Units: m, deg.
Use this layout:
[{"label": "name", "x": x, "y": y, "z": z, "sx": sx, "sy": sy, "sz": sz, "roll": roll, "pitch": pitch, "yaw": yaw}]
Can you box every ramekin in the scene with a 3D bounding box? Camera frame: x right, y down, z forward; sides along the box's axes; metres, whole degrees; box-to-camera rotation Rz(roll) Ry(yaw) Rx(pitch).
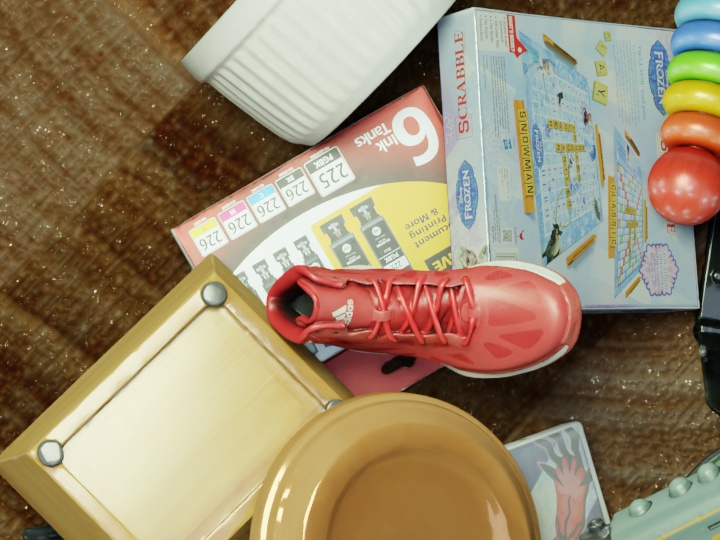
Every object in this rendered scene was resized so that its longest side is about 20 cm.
[{"label": "ramekin", "x": -0.016, "y": -0.176, "z": 1.412, "sx": 0.105, "sy": 0.200, "sz": 0.200, "roll": 42, "pitch": 86, "yaw": -7}]

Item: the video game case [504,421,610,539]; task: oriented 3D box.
[{"label": "video game case", "x": 0.110, "y": 0.217, "z": 1.395, "sx": 0.182, "sy": 0.023, "sz": 0.200, "roll": -15, "pitch": 88, "yaw": -42}]

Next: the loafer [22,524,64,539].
[{"label": "loafer", "x": -0.135, "y": 0.166, "z": 1.443, "sx": 0.200, "sy": 0.068, "sz": 0.070, "roll": -24, "pitch": 88, "yaw": -2}]

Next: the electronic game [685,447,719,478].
[{"label": "electronic game", "x": 0.303, "y": 0.208, "z": 1.459, "sx": 0.200, "sy": 0.042, "sz": 0.200, "roll": 0, "pitch": 83, "yaw": 1}]

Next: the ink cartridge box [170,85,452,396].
[{"label": "ink cartridge box", "x": 0.000, "y": 0.000, "z": 1.452, "sx": 0.200, "sy": 0.084, "sz": 0.176, "roll": -31, "pitch": 88, "yaw": -3}]

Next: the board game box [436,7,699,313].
[{"label": "board game box", "x": 0.143, "y": -0.070, "z": 1.427, "sx": 0.199, "sy": 0.041, "sz": 0.200, "roll": 1, "pitch": 84, "yaw": -39}]

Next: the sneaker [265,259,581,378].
[{"label": "sneaker", "x": 0.029, "y": 0.032, "z": 1.310, "sx": 0.200, "sy": 0.115, "sz": 0.079, "roll": -3, "pitch": 90, "yaw": 34}]

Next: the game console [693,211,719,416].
[{"label": "game console", "x": 0.338, "y": 0.029, "z": 1.440, "sx": 0.200, "sy": 0.116, "sz": 0.176, "roll": 9, "pitch": 86, "yaw": -1}]

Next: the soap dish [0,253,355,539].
[{"label": "soap dish", "x": -0.109, "y": 0.108, "z": 1.346, "sx": 0.157, "sy": 0.081, "sz": 0.200, "roll": 45, "pitch": 76, "yaw": 2}]

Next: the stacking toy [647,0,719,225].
[{"label": "stacking toy", "x": 0.240, "y": -0.126, "z": 1.444, "sx": 0.085, "sy": 0.085, "sz": 0.200, "roll": 16, "pitch": 79, "yaw": 0}]

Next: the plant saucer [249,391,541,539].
[{"label": "plant saucer", "x": 0.029, "y": 0.174, "z": 1.307, "sx": 0.200, "sy": 0.037, "sz": 0.201, "roll": 4, "pitch": 80, "yaw": -25}]

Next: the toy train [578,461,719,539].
[{"label": "toy train", "x": 0.240, "y": 0.178, "z": 1.383, "sx": 0.200, "sy": 0.085, "sz": 0.114, "roll": -29, "pitch": 104, "yaw": 21}]
